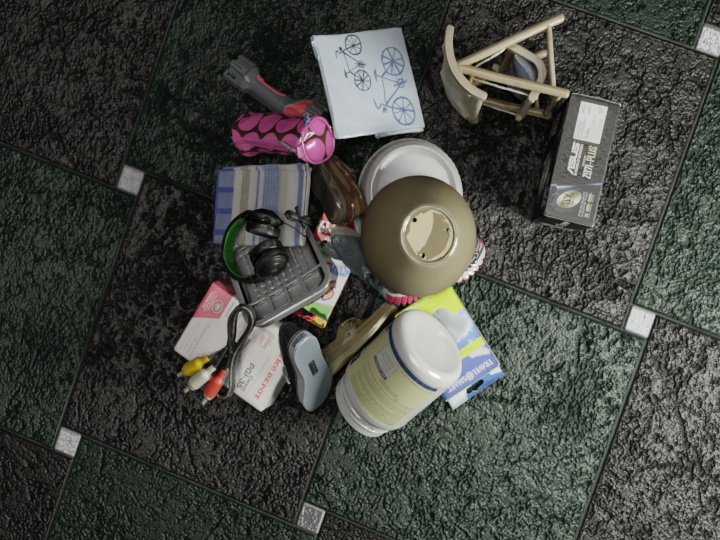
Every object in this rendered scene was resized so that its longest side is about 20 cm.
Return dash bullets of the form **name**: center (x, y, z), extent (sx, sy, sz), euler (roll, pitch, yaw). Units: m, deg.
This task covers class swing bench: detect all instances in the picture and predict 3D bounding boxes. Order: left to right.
- **swing bench**: center (0.235, -0.328, 1.324), extent (0.194, 0.199, 0.134), euler (-4, 89, 6)

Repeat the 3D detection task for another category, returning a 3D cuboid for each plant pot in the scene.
- **plant pot**: center (0.101, -0.055, 1.264), extent (0.194, 0.134, 0.207), euler (0, 92, -4)

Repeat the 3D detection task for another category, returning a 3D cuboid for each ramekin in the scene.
- **ramekin**: center (0.090, -0.133, 1.377), extent (0.196, 0.094, 0.209), euler (0, 91, -3)

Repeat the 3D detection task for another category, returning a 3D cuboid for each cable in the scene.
- **cable**: center (-0.231, 0.151, 1.335), extent (0.097, 0.050, 0.200), euler (44, 118, 3)

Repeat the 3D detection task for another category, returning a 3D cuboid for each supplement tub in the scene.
- **supplement tub**: center (0.061, 0.179, 1.336), extent (0.146, 0.145, 0.200), euler (48, 123, 4)

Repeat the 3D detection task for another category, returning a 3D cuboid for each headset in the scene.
- **headset**: center (-0.167, -0.054, 1.338), extent (0.196, 0.093, 0.127), euler (-19, 71, 28)

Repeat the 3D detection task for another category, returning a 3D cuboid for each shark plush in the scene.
- **shark plush**: center (0.000, 0.000, 1.384), extent (0.089, 0.084, 0.203), euler (-26, 118, 0)

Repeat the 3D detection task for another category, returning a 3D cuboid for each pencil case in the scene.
- **pencil case**: center (-0.142, -0.232, 1.370), extent (0.094, 0.197, 0.092), euler (-46, 129, -32)

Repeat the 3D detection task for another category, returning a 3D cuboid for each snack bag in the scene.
- **snack bag**: center (0.014, -0.327, 1.385), extent (0.196, 0.021, 0.194), euler (-14, 90, -29)

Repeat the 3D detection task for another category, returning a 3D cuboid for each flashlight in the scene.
- **flashlight**: center (-0.151, -0.320, 1.431), extent (0.198, 0.068, 0.069), euler (37, 98, 9)

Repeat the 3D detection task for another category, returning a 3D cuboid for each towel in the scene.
- **towel**: center (-0.179, -0.118, 1.419), extent (0.195, 0.024, 0.151), euler (1, 85, 24)

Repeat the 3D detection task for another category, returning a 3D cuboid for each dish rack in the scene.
- **dish rack**: center (-0.144, 0.002, 1.394), extent (0.169, 0.044, 0.202), euler (-29, 52, 2)

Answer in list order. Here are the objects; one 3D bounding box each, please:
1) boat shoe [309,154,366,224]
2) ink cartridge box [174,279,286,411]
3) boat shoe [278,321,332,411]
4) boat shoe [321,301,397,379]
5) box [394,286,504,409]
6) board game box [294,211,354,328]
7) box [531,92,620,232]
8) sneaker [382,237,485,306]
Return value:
- **boat shoe**: center (-0.043, -0.156, 1.386), extent (0.070, 0.077, 0.203), euler (-7, 49, -20)
- **ink cartridge box**: center (-0.213, 0.135, 1.421), extent (0.198, 0.083, 0.148), euler (33, 92, 5)
- **boat shoe**: center (-0.102, 0.164, 1.345), extent (0.073, 0.201, 0.068), euler (-42, 55, -19)
- **boat shoe**: center (-0.017, 0.118, 1.400), extent (0.200, 0.072, 0.065), euler (-46, 77, 21)
- **box**: center (0.159, 0.134, 1.405), extent (0.120, 0.048, 0.203), euler (-33, 86, 5)
- **board game box**: center (-0.065, -0.004, 1.438), extent (0.094, 0.030, 0.204), euler (26, 95, 5)
- **box**: center (0.360, -0.177, 1.329), extent (0.084, 0.164, 0.206), euler (13, 92, 5)
- **sneaker**: center (0.129, -0.010, 1.368), extent (0.196, 0.081, 0.076), euler (-25, 116, -12)
